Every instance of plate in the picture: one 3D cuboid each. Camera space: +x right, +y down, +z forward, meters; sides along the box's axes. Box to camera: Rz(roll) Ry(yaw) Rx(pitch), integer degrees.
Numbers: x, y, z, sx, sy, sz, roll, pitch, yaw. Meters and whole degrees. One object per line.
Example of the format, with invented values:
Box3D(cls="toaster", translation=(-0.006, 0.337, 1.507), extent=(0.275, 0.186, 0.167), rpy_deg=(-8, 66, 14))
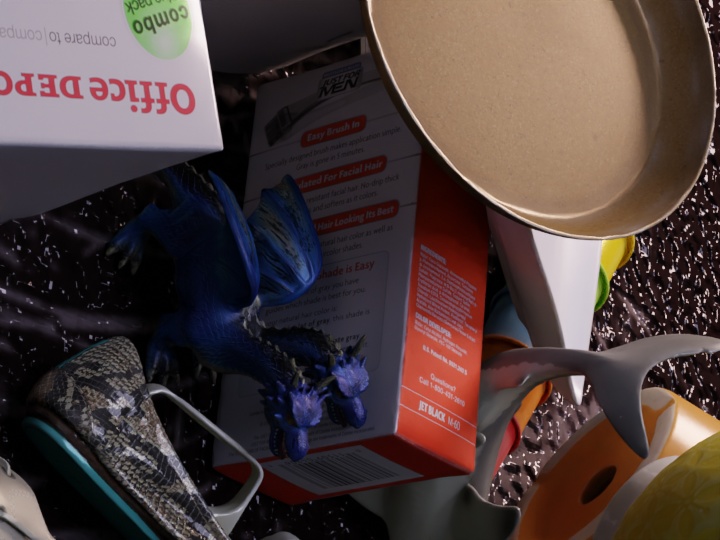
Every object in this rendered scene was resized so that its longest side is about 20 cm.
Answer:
Box3D(cls="plate", translation=(0.093, -0.064, 1.088), extent=(0.200, 0.032, 0.201), rpy_deg=(66, 30, -58))

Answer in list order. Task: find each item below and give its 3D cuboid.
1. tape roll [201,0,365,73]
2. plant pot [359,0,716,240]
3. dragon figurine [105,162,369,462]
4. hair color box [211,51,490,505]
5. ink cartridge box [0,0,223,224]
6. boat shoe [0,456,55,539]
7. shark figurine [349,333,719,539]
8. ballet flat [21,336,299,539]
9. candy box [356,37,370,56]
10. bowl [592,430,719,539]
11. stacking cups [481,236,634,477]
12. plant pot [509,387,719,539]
Box3D(cls="tape roll", translation=(-0.032, -0.207, 1.036), extent=(0.202, 0.139, 0.204), rpy_deg=(18, 65, -45))
Box3D(cls="plant pot", translation=(0.075, -0.105, 0.972), extent=(0.199, 0.027, 0.202), rpy_deg=(14, 65, -32))
Box3D(cls="dragon figurine", translation=(-0.056, -0.009, 0.974), extent=(0.059, 0.099, 0.202), rpy_deg=(-1, 73, -50))
Box3D(cls="hair color box", translation=(0.000, 0.000, 1.034), extent=(0.064, 0.110, 0.202), rpy_deg=(30, 57, -44))
Box3D(cls="ink cartridge box", translation=(-0.164, -0.126, 0.844), extent=(0.146, 0.145, 0.202), rpy_deg=(-2, 80, -51))
Box3D(cls="boat shoe", translation=(-0.149, 0.104, 0.844), extent=(0.200, 0.071, 0.063), rpy_deg=(55, 55, -32))
Box3D(cls="shark figurine", translation=(0.069, 0.074, 1.047), extent=(0.128, 0.215, 0.089), rpy_deg=(46, 37, 15))
Box3D(cls="ballet flat", translation=(-0.065, 0.114, 0.945), extent=(0.075, 0.068, 0.201), rpy_deg=(-39, 109, -25))
Box3D(cls="candy box", translation=(0.060, -0.151, 1.200), extent=(0.136, 0.061, 0.202), rpy_deg=(18, 65, -48))
Box3D(cls="bowl", translation=(0.168, 0.143, 1.008), extent=(0.199, 0.107, 0.202), rpy_deg=(-19, 122, -33))
Box3D(cls="stacking cups", translation=(0.087, 0.037, 1.170), extent=(0.061, 0.060, 0.200), rpy_deg=(56, 42, -22))
Box3D(cls="plant pot", translation=(0.179, 0.167, 1.154), extent=(0.183, 0.200, 0.201), rpy_deg=(43, 46, -13))
